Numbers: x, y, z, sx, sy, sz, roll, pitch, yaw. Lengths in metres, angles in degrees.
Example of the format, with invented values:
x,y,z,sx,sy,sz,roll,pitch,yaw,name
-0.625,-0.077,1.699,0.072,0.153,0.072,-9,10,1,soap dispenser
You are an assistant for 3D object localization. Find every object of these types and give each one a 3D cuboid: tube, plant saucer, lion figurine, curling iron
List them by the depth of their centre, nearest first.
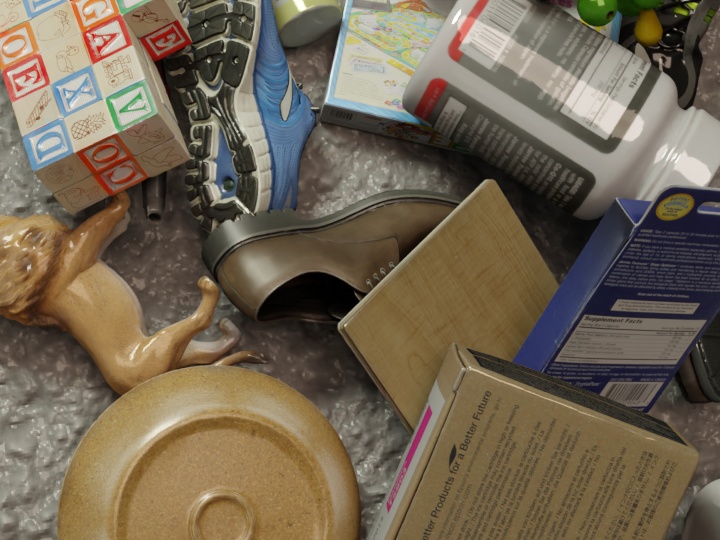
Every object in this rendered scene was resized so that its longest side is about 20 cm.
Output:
x,y,z,sx,sy,sz,roll,pitch,yaw,name
-0.091,0.161,1.096,0.200,0.035,0.200,1,87,-16,plant saucer
-0.166,0.028,1.118,0.200,0.072,0.122,44,74,-1,lion figurine
-0.143,-0.117,1.150,0.026,0.050,0.200,-12,58,13,curling iron
-0.075,-0.254,1.230,0.058,0.052,0.200,3,57,-57,tube

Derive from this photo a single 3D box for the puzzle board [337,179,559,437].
x,y,z,sx,sy,sz,roll,pitch,yaw,name
0.085,0.063,1.152,0.151,0.017,0.200,-44,116,-23,puzzle board

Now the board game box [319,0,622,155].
x,y,z,sx,sy,sz,roll,pitch,yaw,name
0.081,-0.152,1.234,0.200,0.034,0.135,13,73,-4,board game box

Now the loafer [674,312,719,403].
x,y,z,sx,sy,sz,roll,pitch,yaw,name
0.216,0.001,1.227,0.072,0.063,0.200,6,70,-54,loafer

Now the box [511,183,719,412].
x,y,z,sx,sy,sz,roll,pitch,yaw,name
0.185,0.015,1.119,0.121,0.200,0.032,3,42,-34,box

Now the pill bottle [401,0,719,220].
x,y,z,sx,sy,sz,roll,pitch,yaw,name
0.139,-0.105,1.151,0.200,0.114,0.114,32,71,2,pill bottle

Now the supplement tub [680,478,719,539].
x,y,z,sx,sy,sz,roll,pitch,yaw,name
0.328,0.202,1.147,0.200,0.140,0.140,-2,76,-13,supplement tub

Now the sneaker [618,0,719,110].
x,y,z,sx,sy,sz,roll,pitch,yaw,name
0.229,-0.198,1.263,0.071,0.083,0.200,16,75,-7,sneaker

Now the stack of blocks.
x,y,z,sx,sy,sz,roll,pitch,yaw,name
-0.173,-0.149,1.115,0.115,0.059,0.200,-25,59,4,stack of blocks

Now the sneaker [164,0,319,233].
x,y,z,sx,sy,sz,roll,pitch,yaw,name
-0.079,-0.122,1.173,0.079,0.089,0.200,-3,91,29,sneaker

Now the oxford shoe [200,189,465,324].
x,y,z,sx,sy,sz,roll,pitch,yaw,name
0.000,0.000,1.146,0.200,0.073,0.084,-14,53,-26,oxford shoe

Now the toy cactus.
x,y,z,sx,sy,sz,roll,pitch,yaw,name
0.158,-0.243,1.136,0.200,0.102,0.165,20,62,-52,toy cactus

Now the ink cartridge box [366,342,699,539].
x,y,z,sx,sy,sz,roll,pitch,yaw,name
0.097,0.168,1.095,0.165,0.075,0.200,22,99,-8,ink cartridge box
